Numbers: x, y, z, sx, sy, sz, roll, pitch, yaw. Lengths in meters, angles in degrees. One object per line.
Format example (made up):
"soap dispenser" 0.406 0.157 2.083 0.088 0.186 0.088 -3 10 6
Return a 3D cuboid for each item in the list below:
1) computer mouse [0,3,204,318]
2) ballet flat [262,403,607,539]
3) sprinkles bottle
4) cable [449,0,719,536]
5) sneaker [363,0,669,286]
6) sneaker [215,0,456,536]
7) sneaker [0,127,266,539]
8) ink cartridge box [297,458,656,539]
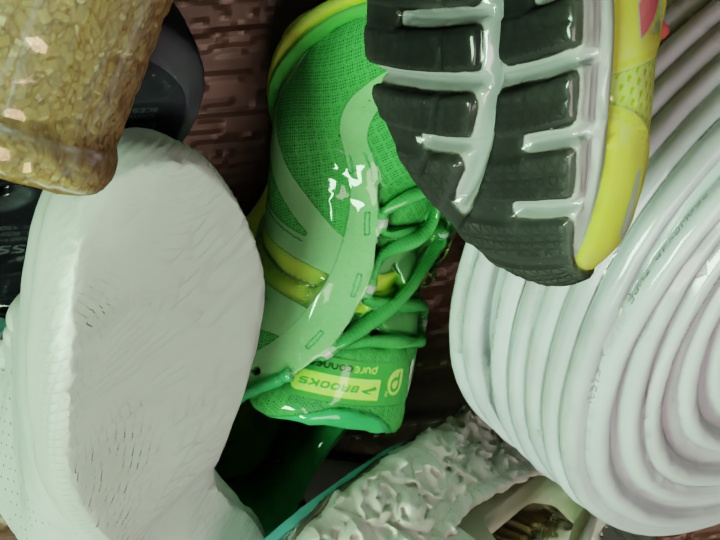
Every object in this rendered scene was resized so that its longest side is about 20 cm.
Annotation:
"computer mouse" -0.104 -0.032 0.745 0.138 0.053 0.200 -1 155 -24
"ballet flat" 0.027 0.078 0.834 0.072 0.072 0.200 -49 171 29
"sprinkles bottle" -0.049 -0.119 0.610 0.068 0.068 0.200 17 99 -34
"cable" 0.117 -0.016 0.803 0.200 0.069 0.200 -39 149 -9
"sneaker" 0.055 -0.097 0.673 0.090 0.078 0.200 -5 97 -37
"sneaker" 0.000 0.000 0.798 0.074 0.084 0.200 2 137 -26
"sneaker" -0.077 0.031 0.760 0.075 0.088 0.200 -40 150 -30
"ink cartridge box" 0.007 0.138 0.903 0.200 0.146 0.084 9 132 -29
